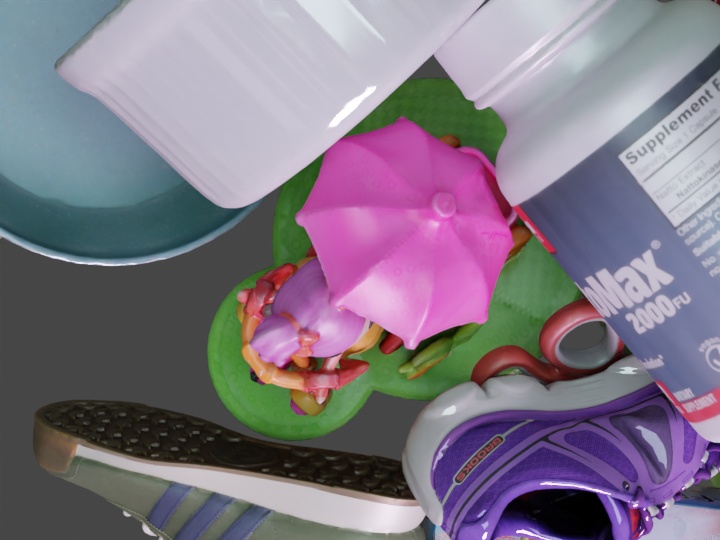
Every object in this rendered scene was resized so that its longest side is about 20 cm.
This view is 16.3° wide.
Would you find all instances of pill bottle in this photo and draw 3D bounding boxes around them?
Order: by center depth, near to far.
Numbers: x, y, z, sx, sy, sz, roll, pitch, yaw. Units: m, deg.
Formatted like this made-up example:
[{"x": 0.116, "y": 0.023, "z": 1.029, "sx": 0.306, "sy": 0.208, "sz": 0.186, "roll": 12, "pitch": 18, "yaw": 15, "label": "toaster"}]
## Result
[{"x": 0.125, "y": -0.041, "z": 1.026, "sx": 0.120, "sy": 0.120, "sz": 0.200, "roll": -40, "pitch": 92, "yaw": 1, "label": "pill bottle"}]

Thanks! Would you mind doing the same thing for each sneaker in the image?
[{"x": 0.116, "y": 0.089, "z": 1.094, "sx": 0.199, "sy": 0.081, "sz": 0.084, "roll": -11, "pitch": 52, "yaw": -22, "label": "sneaker"}, {"x": -0.063, "y": 0.121, "z": 1.137, "sx": 0.200, "sy": 0.067, "sz": 0.090, "roll": 10, "pitch": 106, "yaw": 23, "label": "sneaker"}]

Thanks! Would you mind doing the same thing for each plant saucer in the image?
[{"x": -0.117, "y": -0.102, "z": 1.137, "sx": 0.199, "sy": 0.036, "sz": 0.201, "roll": 0, "pitch": 91, "yaw": -18, "label": "plant saucer"}]

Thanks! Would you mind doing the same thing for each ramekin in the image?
[{"x": -0.023, "y": -0.117, "z": 1.041, "sx": 0.200, "sy": 0.200, "sz": 0.098, "roll": -42, "pitch": 98, "yaw": 1, "label": "ramekin"}]

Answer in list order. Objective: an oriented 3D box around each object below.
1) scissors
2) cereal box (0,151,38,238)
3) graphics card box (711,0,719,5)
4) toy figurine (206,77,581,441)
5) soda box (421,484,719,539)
[{"x": 0.126, "y": 0.057, "z": 1.144, "sx": 0.073, "sy": 0.200, "sz": 0.014, "roll": -42, "pitch": 53, "yaw": 19, "label": "scissors"}, {"x": -0.261, "y": -0.070, "z": 1.147, "sx": 0.144, "sy": 0.040, "sz": 0.200, "roll": -34, "pitch": 95, "yaw": -2, "label": "cereal box"}, {"x": 0.227, "y": -0.167, "z": 1.088, "sx": 0.200, "sy": 0.126, "sz": 0.051, "roll": -30, "pitch": 61, "yaw": -26, "label": "graphics card box"}, {"x": 0.000, "y": 0.000, "z": 1.086, "sx": 0.200, "sy": 0.184, "sz": 0.150, "roll": -38, "pitch": 84, "yaw": 6, "label": "toy figurine"}, {"x": 0.120, "y": 0.130, "z": 1.161, "sx": 0.199, "sy": 0.068, "sz": 0.064, "roll": 8, "pitch": 94, "yaw": -11, "label": "soda box"}]
